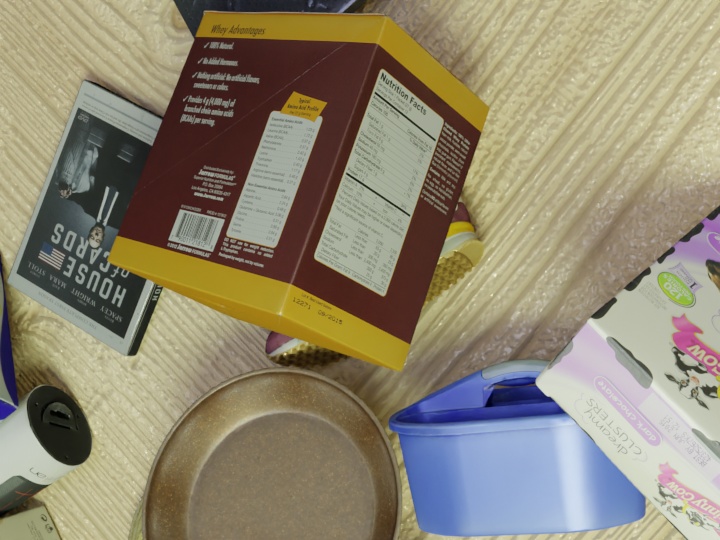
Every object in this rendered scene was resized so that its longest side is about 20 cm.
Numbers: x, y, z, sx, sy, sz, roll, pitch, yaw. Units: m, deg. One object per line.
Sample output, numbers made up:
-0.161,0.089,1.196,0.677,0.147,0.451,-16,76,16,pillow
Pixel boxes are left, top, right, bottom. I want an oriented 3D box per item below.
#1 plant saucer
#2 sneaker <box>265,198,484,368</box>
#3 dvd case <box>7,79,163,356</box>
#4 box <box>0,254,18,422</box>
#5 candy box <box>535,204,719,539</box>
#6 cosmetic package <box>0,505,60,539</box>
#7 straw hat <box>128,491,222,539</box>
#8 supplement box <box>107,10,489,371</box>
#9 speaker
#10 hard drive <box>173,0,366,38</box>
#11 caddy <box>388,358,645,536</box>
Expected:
-0.062,0.174,0.760,0.196,0.037,0.204,-6,68,13,plant saucer
0.000,0.000,0.823,0.198,0.075,0.091,-32,65,15,sneaker
-0.224,-0.048,0.930,0.149,0.025,0.203,26,98,20,dvd case
-0.414,0.086,0.922,0.199,0.105,0.186,-36,50,17,box
0.233,0.068,0.653,0.168,0.199,0.072,46,138,14,candy box
-0.350,0.271,0.880,0.104,0.199,0.072,-34,78,17,cosmetic package
-0.125,0.213,0.825,0.197,0.085,0.205,-8,68,20,straw hat
-0.045,-0.063,0.748,0.195,0.132,0.203,13,80,42,supplement box
-0.339,0.184,0.942,0.198,0.081,0.082,-33,78,17,speaker
-0.058,-0.249,0.858,0.199,0.042,0.136,-35,77,18,hard drive
0.118,0.116,0.732,0.196,0.141,0.107,-8,91,21,caddy
